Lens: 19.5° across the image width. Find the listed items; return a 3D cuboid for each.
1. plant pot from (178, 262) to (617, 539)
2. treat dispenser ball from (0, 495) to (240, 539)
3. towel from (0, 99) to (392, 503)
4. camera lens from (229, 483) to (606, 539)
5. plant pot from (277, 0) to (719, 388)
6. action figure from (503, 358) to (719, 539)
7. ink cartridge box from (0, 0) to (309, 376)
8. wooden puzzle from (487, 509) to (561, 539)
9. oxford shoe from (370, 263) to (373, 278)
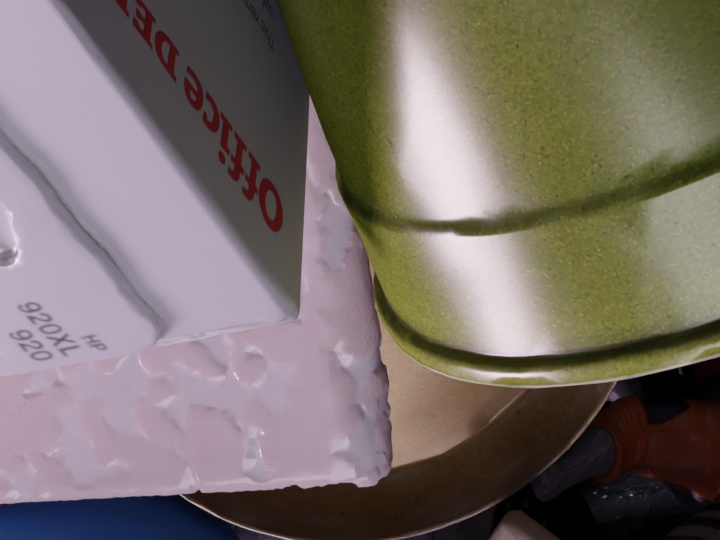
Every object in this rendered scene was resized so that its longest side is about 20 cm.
[{"bbox_3d":[0.000,0.000,0.724,0.200,0.027,0.200,-3,111,-8],"label":"plant pot"},{"bbox_3d":[-0.126,0.156,0.767,0.200,0.201,0.201,1,146,1],"label":"treat dispenser ball"},{"bbox_3d":[-0.092,-0.023,0.670,0.191,0.032,0.200,-5,106,12],"label":"towel"},{"bbox_3d":[0.010,0.169,0.934,0.200,0.160,0.160,-13,144,25],"label":"camera lens"},{"bbox_3d":[0.052,-0.111,0.483,0.200,0.200,0.193,-17,115,26],"label":"plant pot"},{"bbox_3d":[0.129,0.079,0.834,0.200,0.105,0.193,-13,170,29],"label":"action figure"},{"bbox_3d":[-0.102,-0.093,0.512,0.144,0.200,0.147,-11,144,18],"label":"ink cartridge box"},{"bbox_3d":[0.090,0.203,0.777,0.185,0.037,0.200,35,133,9],"label":"wooden puzzle"},{"bbox_3d":[-0.077,-0.021,0.740,0.200,0.071,0.075,4,141,-6],"label":"oxford shoe"}]
